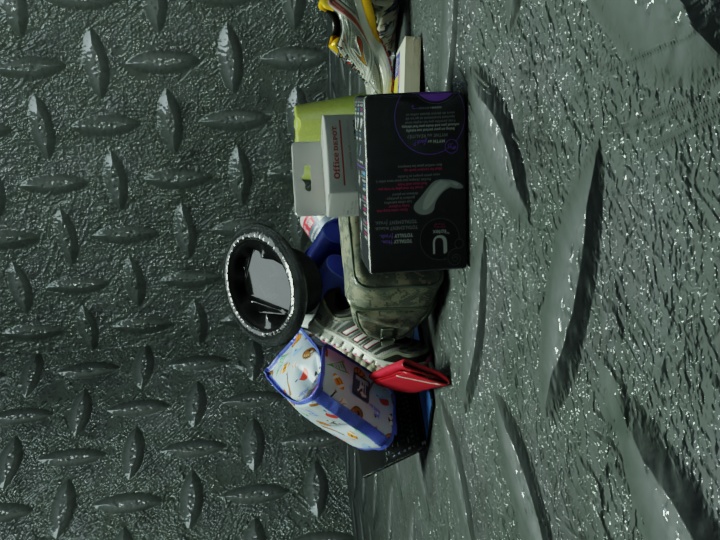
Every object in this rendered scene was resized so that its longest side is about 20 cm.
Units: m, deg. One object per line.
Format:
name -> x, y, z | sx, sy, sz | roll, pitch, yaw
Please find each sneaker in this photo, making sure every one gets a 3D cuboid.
sneaker -> -0.008, -0.339, 1.371 | 0.203, 0.081, 0.078 | 69, 166, -17
sneaker -> 0.018, 0.083, 1.336 | 0.074, 0.196, 0.089 | -31, -42, -67

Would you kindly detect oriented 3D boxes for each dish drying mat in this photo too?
dish drying mat -> 0.066, 0.157, 1.277 | 0.200, 0.075, 0.019 | 136, 152, -73

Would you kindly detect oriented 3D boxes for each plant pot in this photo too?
plant pot -> -0.030, -0.239, 1.626 | 0.200, 0.180, 0.205 | 177, 90, -85

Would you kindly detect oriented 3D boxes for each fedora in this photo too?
fedora -> -0.126, 0.019, 1.379 | 0.198, 0.090, 0.206 | 6, 99, 45

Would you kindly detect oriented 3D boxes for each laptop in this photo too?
laptop -> 0.049, 0.204, 1.447 | 0.103, 0.198, 0.180 | 42, -152, -39

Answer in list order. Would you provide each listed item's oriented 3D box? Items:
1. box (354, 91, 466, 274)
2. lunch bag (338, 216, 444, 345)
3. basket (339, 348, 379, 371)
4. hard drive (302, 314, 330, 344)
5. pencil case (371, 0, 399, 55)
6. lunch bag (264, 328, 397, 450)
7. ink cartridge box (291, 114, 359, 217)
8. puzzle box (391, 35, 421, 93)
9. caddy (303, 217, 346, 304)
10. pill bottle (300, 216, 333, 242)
box -> 0.058, -0.108, 1.058 | 0.106, 0.119, 0.205 | -121, 29, -78
lunch bag -> 0.035, -0.018, 1.262 | 0.169, 0.136, 0.204 | 106, 160, -57
basket -> 0.012, 0.120, 1.674 | 0.124, 0.132, 0.203 | -107, 15, -54
hard drive -> -0.051, 0.102, 1.506 | 0.198, 0.130, 0.027 | -6, 68, 50
pencil case -> 0.028, -0.416, 1.450 | 0.200, 0.076, 0.091 | 104, -173, -71
lunch bag -> -0.039, 0.195, 1.413 | 0.125, 0.169, 0.200 | -53, 23, -1
ink cartridge box -> 0.010, -0.138, 1.159 | 0.067, 0.195, 0.118 | 102, 164, -67
puzzle box -> 0.066, -0.232, 1.328 | 0.133, 0.025, 0.205 | 171, 101, -85
caddy -> 0.000, 0.000, 1.443 | 0.106, 0.196, 0.144 | 119, 151, -47
pill bottle -> -0.010, -0.043, 1.584 | 0.202, 0.118, 0.120 | 55, 163, 20
